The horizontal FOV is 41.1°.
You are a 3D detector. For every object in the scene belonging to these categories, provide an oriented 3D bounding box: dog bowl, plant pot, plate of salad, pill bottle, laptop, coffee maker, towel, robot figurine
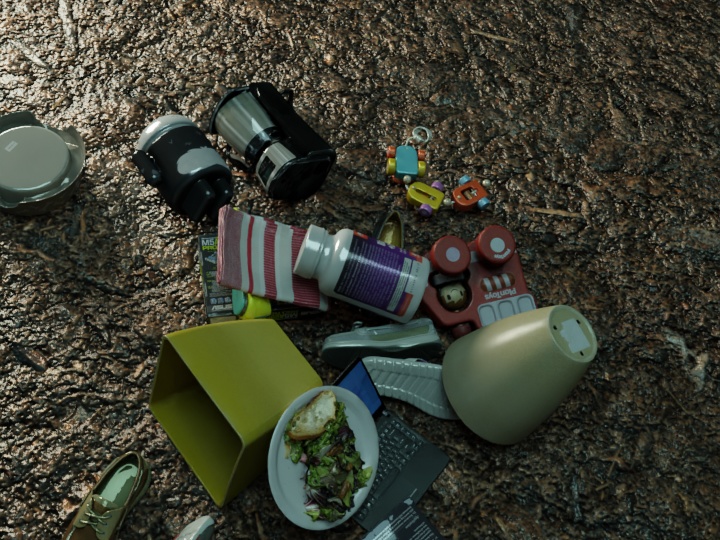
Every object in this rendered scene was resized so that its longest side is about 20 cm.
[{"bbox_3d":[-0.572,-0.181,1.651,0.199,0.059,0.201,4,57,-6],"label":"dog bowl"},{"bbox_3d":[-0.173,0.186,1.406,0.176,0.200,0.200,-26,64,-34],"label":"plant pot"},{"bbox_3d":[-0.042,0.262,1.340,0.200,0.048,0.201,2,87,-42],"label":"plate of salad"},{"bbox_3d":[0.000,0.000,1.522,0.199,0.112,0.112,20,56,-8],"label":"pill bottle"},{"bbox_3d":[0.016,0.265,1.427,0.200,0.103,0.177,36,60,14],"label":"laptop"},{"bbox_3d":[-0.138,-0.235,1.705,0.192,0.135,0.200,-32,68,-26],"label":"coffee maker"},{"bbox_3d":[-0.135,-0.018,1.532,0.199,0.023,0.145,16,55,-30],"label":"towel"},{"bbox_3d":[-0.301,-0.175,1.651,0.125,0.150,0.200,-36,68,-3],"label":"robot figurine"},{"bbox_3d":[0.257,0.139,1.452,0.187,0.200,0.188,19,51,-25],"label":"plant pot"}]

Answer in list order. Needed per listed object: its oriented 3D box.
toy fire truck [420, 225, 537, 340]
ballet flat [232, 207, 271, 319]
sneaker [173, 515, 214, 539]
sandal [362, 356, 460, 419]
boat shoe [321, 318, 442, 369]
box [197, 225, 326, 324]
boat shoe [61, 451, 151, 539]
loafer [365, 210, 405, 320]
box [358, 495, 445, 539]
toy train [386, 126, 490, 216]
[{"bbox_3d":[0.189,0.027,1.612,0.199,0.112,0.169,-13,79,-15],"label":"toy fire truck"},{"bbox_3d":[-0.180,-0.009,1.552,0.067,0.067,0.201,6,57,-30],"label":"ballet flat"},{"bbox_3d":[-0.244,0.436,1.314,0.082,0.077,0.200,38,57,-16],"label":"sneaker"},{"bbox_3d":[0.090,0.175,1.524,0.202,0.083,0.050,19,14,-4],"label":"sandal"},{"bbox_3d":[0.031,0.114,1.548,0.201,0.075,0.065,-5,52,-16],"label":"boat shoe"},{"bbox_3d":[-0.165,0.009,1.599,0.199,0.044,0.161,-6,58,-12],"label":"box"},{"bbox_3d":[-0.363,0.338,1.341,0.075,0.074,0.200,21,57,6],"label":"boat shoe"},{"bbox_3d":[0.040,-0.012,1.625,0.072,0.072,0.201,7,58,-6],"label":"loafer"},{"bbox_3d":[0.045,0.449,1.304,0.200,0.104,0.182,-35,74,-26],"label":"box"},{"bbox_3d":[0.134,-0.163,1.750,0.150,0.056,0.200,-32,70,-26],"label":"toy train"}]
